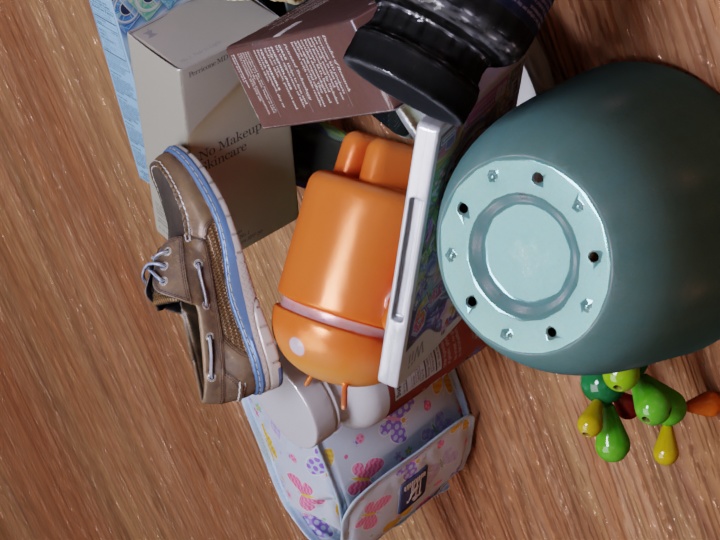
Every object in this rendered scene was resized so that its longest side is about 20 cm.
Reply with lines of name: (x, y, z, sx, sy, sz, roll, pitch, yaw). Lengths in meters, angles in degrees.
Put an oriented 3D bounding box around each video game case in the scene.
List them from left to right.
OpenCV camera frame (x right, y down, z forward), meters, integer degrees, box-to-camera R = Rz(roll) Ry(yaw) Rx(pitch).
video game case: (0.062, -0.037, 1.387, 0.018, 0.143, 0.201, 21, 125, 19)

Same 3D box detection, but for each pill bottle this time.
pill bottle: (0.013, 0.057, 1.673, 0.112, 0.199, 0.113, 41, 151, 30)
pill bottle: (0.073, -0.196, 1.256, 0.111, 0.201, 0.112, 29, 177, 2)

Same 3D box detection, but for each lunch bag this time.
lunch bag: (0.007, 0.138, 1.815, 0.127, 0.169, 0.201, 12, 127, 52)

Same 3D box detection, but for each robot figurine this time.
robot figurine: (0.000, 0.000, 1.546, 0.143, 0.117, 0.201, 18, 94, 21)

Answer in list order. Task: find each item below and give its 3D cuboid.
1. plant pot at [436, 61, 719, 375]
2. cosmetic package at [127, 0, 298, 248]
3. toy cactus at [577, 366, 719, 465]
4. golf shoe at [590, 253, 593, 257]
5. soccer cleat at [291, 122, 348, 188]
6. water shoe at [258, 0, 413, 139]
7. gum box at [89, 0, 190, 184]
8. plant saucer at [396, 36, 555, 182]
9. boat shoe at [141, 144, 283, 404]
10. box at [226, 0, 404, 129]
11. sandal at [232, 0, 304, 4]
plant pot: (0.142, -0.024, 1.310, 0.199, 0.161, 0.202, 9, 106, 32)
cosmetic package: (-0.114, -0.113, 1.630, 0.073, 0.103, 0.201, 38, 147, 36)
toy cactus: (0.191, 0.042, 1.498, 0.201, 0.102, 0.165, 83, 163, -46)
golf shoe: (0.107, -0.002, 1.523, 0.200, 0.075, 0.092, -143, 63, -74)
soccer cleat: (0.011, -0.079, 1.699, 0.199, 0.084, 0.065, 23, 101, 29)
water shoe: (-0.028, -0.173, 1.623, 0.200, 0.079, 0.072, 52, 155, 10)
gum box: (-0.126, -0.189, 1.673, 0.044, 0.169, 0.201, 31, 145, 42)
plant saucer: (0.085, -0.145, 1.489, 0.200, 0.050, 0.201, 41, 150, 30)
boat shoe: (-0.125, 0.004, 1.551, 0.201, 0.072, 0.072, 67, 161, 7)
box: (-0.004, -0.157, 1.460, 0.200, 0.100, 0.075, 2, 121, 60)
sandal: (-0.056, -0.233, 1.529, 0.211, 0.078, 0.070, -32, 87, 33)
